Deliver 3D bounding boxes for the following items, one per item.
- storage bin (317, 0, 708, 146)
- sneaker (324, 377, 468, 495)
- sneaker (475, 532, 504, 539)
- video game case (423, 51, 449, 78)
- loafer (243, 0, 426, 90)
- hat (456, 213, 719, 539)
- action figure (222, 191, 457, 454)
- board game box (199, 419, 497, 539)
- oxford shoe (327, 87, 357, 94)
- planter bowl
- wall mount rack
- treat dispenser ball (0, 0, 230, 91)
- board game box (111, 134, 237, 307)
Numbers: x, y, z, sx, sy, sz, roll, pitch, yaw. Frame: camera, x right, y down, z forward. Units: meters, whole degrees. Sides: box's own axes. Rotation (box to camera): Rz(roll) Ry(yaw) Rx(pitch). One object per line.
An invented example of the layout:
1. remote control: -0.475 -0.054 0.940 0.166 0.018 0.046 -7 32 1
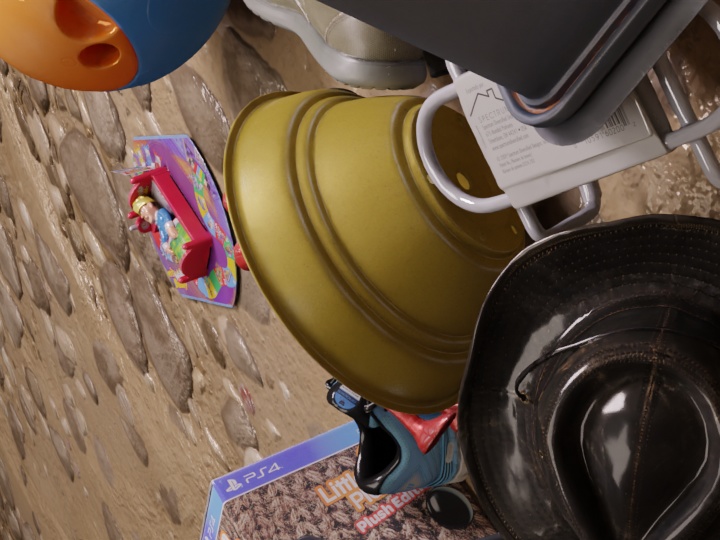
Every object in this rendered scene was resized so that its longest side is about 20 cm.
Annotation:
1. storage bin: 0.040 -0.169 0.525 0.146 0.134 0.200 -52 38 35
2. sneaker: 0.022 0.060 0.856 0.078 0.090 0.200 26 129 54
3. sneaker: 0.108 0.146 0.699 0.078 0.140 0.200 54 150 29
4. video game case: 0.045 -0.211 0.701 0.143 0.019 0.200 -10 101 64
5. loafer: -0.013 -0.168 0.781 0.200 0.075 0.070 47 134 49
6. hat: 0.125 0.080 0.587 0.200 0.081 0.201 5 111 14
7. action figure: 0.000 0.000 0.789 0.200 0.065 0.099 42 121 16
8. board game box: 0.009 0.214 0.915 0.200 0.159 0.097 53 149 28
9. oxford shoe: -0.020 -0.030 0.895 0.084 0.073 0.200 37 139 50
10. planter bowl: 0.029 -0.030 0.724 0.083 0.200 0.201 -32 78 33
11. wall mount rack: 0.096 -0.107 0.601 0.200 0.075 0.174 -18 99 55
12. treat dispenser ball: -0.181 -0.221 0.915 0.201 0.201 0.201 42 143 43
13. board game box: -0.175 -0.040 1.212 0.200 0.039 0.158 9 116 61
